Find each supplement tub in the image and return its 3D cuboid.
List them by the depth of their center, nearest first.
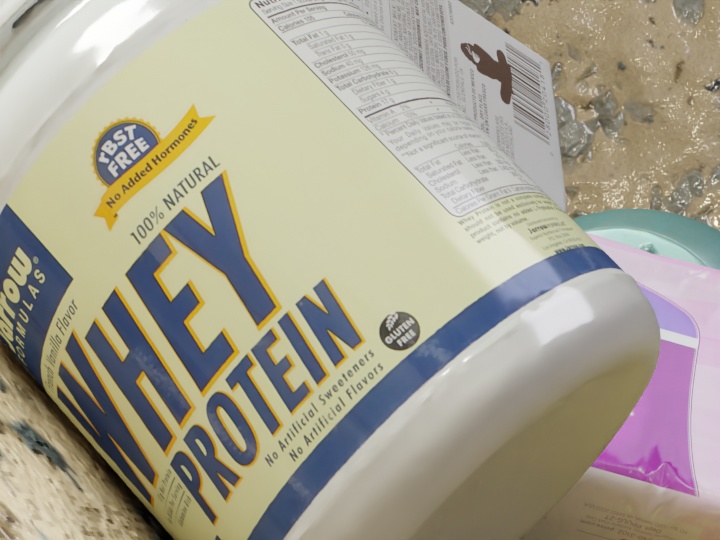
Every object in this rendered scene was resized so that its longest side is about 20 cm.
[{"bbox_3d":[-0.028,-0.002,0.643,0.200,0.145,0.145,46,5,18],"label":"supplement tub"}]

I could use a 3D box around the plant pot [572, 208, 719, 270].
[{"bbox_3d":[0.138,0.061,1.120,0.201,0.201,0.161,46,1,22],"label":"plant pot"}]

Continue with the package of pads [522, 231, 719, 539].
[{"bbox_3d":[0.065,0.046,0.785,0.199,0.076,0.121,16,46,-6],"label":"package of pads"}]

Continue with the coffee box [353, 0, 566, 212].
[{"bbox_3d":[-0.030,-0.066,0.828,0.199,0.114,0.080,27,47,-38],"label":"coffee box"}]
